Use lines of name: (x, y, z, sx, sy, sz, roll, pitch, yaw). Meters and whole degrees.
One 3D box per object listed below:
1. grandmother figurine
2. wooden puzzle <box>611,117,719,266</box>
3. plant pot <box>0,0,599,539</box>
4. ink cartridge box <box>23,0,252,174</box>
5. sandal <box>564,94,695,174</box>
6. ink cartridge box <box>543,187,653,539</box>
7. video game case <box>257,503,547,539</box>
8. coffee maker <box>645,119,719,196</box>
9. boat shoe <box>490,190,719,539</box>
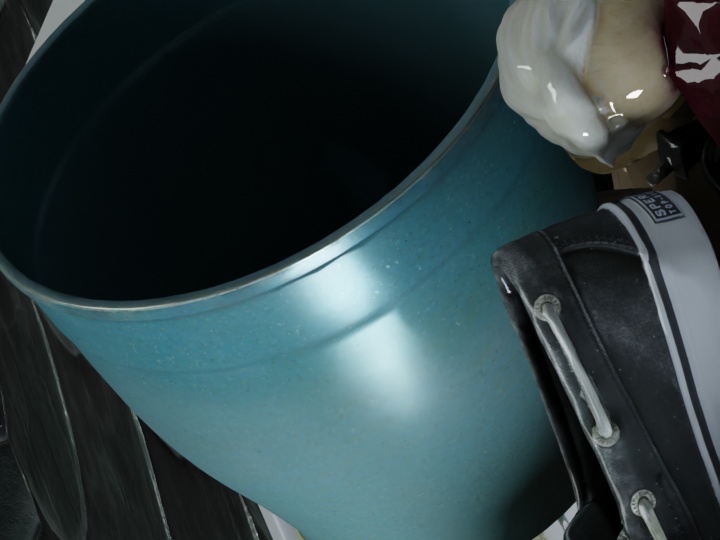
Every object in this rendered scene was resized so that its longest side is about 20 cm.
grandmother figurine: (0.131, -0.065, 0.791, 0.061, 0.199, 0.122, -29, -69, -63)
wooden puzzle: (0.140, -0.023, 1.070, 0.185, 0.037, 0.201, -141, 41, -63)
plant pot: (0.000, 0.000, 0.994, 0.188, 0.200, 0.200, 58, 175, -38)
ink cartridge box: (-0.031, -0.106, 1.108, 0.083, 0.145, 0.201, 37, 108, 41)
sandal: (0.078, -0.121, 0.916, 0.080, 0.054, 0.201, -33, 38, 41)
ink cartridge box: (0.118, 0.093, 1.093, 0.161, 0.050, 0.201, 100, 153, -53)
video game case: (0.031, 0.048, 1.229, 0.023, 0.181, 0.201, 106, 142, -62)
coffee maker: (0.178, 0.070, 0.869, 0.201, 0.134, 0.192, 87, 160, -47)
boat shoe: (0.085, 0.081, 0.818, 0.074, 0.068, 0.200, -152, 46, -73)
